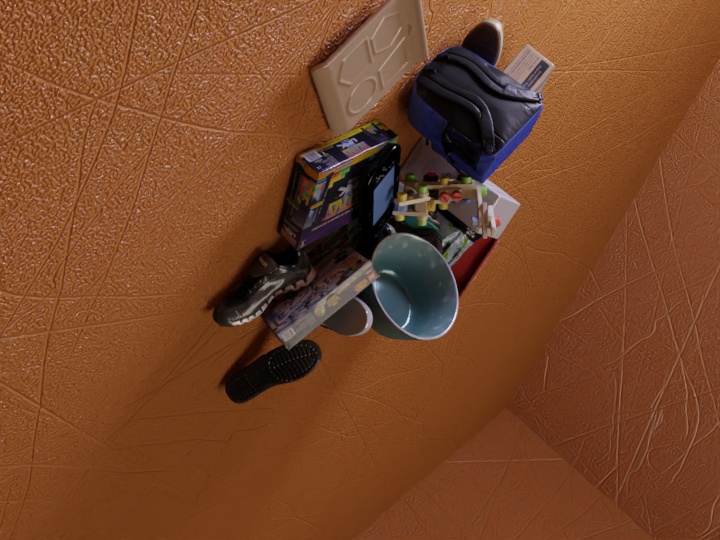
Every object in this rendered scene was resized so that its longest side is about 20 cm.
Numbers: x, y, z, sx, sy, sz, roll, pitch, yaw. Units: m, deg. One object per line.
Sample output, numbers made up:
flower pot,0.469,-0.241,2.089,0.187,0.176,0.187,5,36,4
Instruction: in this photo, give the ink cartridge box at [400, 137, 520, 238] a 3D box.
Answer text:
ink cartridge box,0.193,-0.156,1.777,0.085,0.200,0.144,-54,159,14

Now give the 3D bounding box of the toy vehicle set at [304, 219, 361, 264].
toy vehicle set,-0.052,-0.054,1.695,0.200,0.026,0.125,-43,158,-17

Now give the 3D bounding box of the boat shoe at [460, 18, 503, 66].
boat shoe,0.215,-0.379,1.650,0.076,0.071,0.201,-48,171,-29

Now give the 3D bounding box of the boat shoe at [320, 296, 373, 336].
boat shoe,-0.028,0.075,1.648,0.090,0.199,0.072,10,90,-42

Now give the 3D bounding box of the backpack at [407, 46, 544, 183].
backpack,0.175,-0.260,1.577,0.162,0.199,0.168,-44,168,-27

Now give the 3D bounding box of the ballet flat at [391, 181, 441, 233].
ballet flat,0.082,-0.129,1.772,0.199,0.072,0.072,32,100,-41

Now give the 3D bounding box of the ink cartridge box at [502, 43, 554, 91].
ink cartridge box,0.277,-0.314,1.787,0.165,0.075,0.200,-51,174,-12

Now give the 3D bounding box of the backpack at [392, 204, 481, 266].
backpack,0.128,-0.059,1.900,0.153,0.164,0.201,2,133,-54

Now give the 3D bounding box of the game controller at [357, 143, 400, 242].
game controller,0.033,-0.130,1.569,0.104,0.042,0.201,-43,160,-21

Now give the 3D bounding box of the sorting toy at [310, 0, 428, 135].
sorting toy,0.014,-0.315,1.395,0.200,0.036,0.186,-42,158,-8

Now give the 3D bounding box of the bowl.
bowl,0.070,0.043,1.685,0.200,0.203,0.105,-29,179,-42

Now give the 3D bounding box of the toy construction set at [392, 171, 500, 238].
toy construction set,0.153,-0.123,1.632,0.132,0.197,0.093,-90,-167,-66

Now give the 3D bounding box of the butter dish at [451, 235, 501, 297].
butter dish,0.196,-0.072,2.022,0.201,0.146,0.201,-58,-162,20

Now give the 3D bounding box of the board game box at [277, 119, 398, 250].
board game box,-0.037,-0.143,1.539,0.199,0.057,0.167,-31,151,-40

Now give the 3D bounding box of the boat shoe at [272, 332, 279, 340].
boat shoe,-0.091,0.061,1.758,0.199,0.070,0.067,-32,146,-40

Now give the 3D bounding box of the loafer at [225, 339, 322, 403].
loafer,-0.165,0.180,1.760,0.198,0.074,0.071,-24,-169,8

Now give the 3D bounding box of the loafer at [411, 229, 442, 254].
loafer,0.065,-0.023,1.803,0.197,0.063,0.072,-18,132,16

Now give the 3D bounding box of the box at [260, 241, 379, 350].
box,-0.075,0.040,1.594,0.199,0.137,0.040,-38,116,-7

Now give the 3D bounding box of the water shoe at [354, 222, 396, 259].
water shoe,0.000,0.000,1.757,0.078,0.071,0.203,6,107,-51

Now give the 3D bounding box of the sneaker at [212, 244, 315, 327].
sneaker,-0.165,0.016,1.542,0.199,0.066,0.091,-31,137,-22
